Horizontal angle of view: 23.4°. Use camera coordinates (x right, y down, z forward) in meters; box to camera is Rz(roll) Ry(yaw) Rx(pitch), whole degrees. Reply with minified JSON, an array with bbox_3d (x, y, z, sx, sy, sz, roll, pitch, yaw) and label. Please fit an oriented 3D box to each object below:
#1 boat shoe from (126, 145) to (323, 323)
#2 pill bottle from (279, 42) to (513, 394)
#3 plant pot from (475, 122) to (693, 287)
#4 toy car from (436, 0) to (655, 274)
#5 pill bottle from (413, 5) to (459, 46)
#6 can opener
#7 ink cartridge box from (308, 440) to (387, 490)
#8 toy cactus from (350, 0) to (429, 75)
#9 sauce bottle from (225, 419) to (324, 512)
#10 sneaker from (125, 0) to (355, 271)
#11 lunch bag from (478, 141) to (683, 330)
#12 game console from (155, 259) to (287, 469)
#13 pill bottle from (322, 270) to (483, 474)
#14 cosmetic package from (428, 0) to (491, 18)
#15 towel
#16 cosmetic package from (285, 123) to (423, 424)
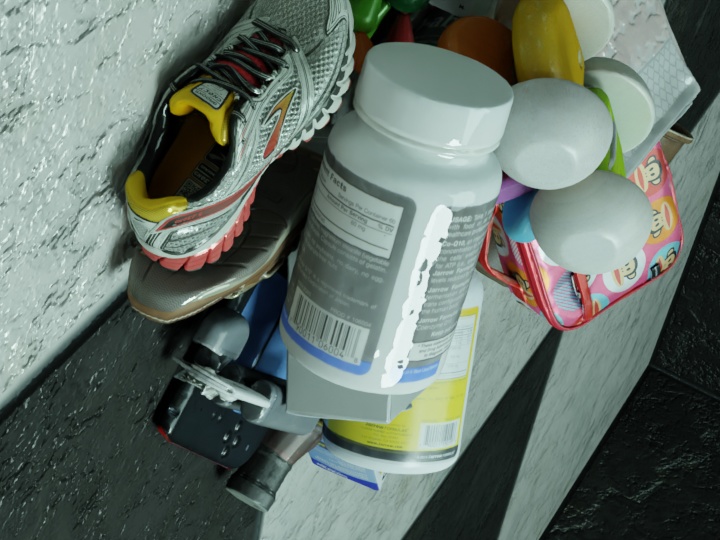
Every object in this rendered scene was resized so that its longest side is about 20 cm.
[{"bbox_3d":[-0.081,-0.013,1.103,0.200,0.075,0.072,-41,155,-50],"label":"boat shoe"},{"bbox_3d":[0.024,-0.033,1.097,0.114,0.113,0.201,-36,146,-59],"label":"pill bottle"},{"bbox_3d":[0.171,-0.091,1.606,0.199,0.200,0.200,-59,166,14],"label":"plant pot"},{"bbox_3d":[0.115,-0.096,1.191,0.176,0.149,0.200,-81,149,-43],"label":"toy car"},{"bbox_3d":[0.089,-0.155,1.349,0.200,0.115,0.116,-55,162,-31],"label":"pill bottle"},{"bbox_3d":[-0.071,0.073,1.231,0.067,0.053,0.200,-63,160,-1],"label":"can opener"},{"bbox_3d":[0.007,0.108,1.555,0.200,0.076,0.137,74,39,-65],"label":"ink cartridge box"},{"bbox_3d":[0.049,-0.204,1.110,0.164,0.103,0.200,-13,149,-22],"label":"toy cactus"},{"bbox_3d":[-0.042,0.102,1.420,0.201,0.066,0.066,-62,164,-13],"label":"sauce bottle"},{"bbox_3d":[-0.067,-0.095,1.009,0.201,0.078,0.082,-61,163,-12],"label":"sneaker"},{"bbox_3d":[0.171,-0.056,1.450,0.176,0.082,0.201,-30,123,-14],"label":"lunch bag"},{"bbox_3d":[-0.074,0.049,1.301,0.201,0.031,0.177,-63,165,-7],"label":"game console"},{"bbox_3d":[0.036,0.049,1.354,0.112,0.111,0.201,-20,120,-68],"label":"pill bottle"},{"bbox_3d":[0.082,-0.280,1.191,0.051,0.082,0.201,-19,133,-67],"label":"cosmetic package"},{"bbox_3d":[0.180,-0.164,1.334,0.200,0.032,0.192,-46,119,-36],"label":"towel"},{"bbox_3d":[0.000,0.000,1.243,0.107,0.090,0.201,-24,120,-72],"label":"cosmetic package"}]
